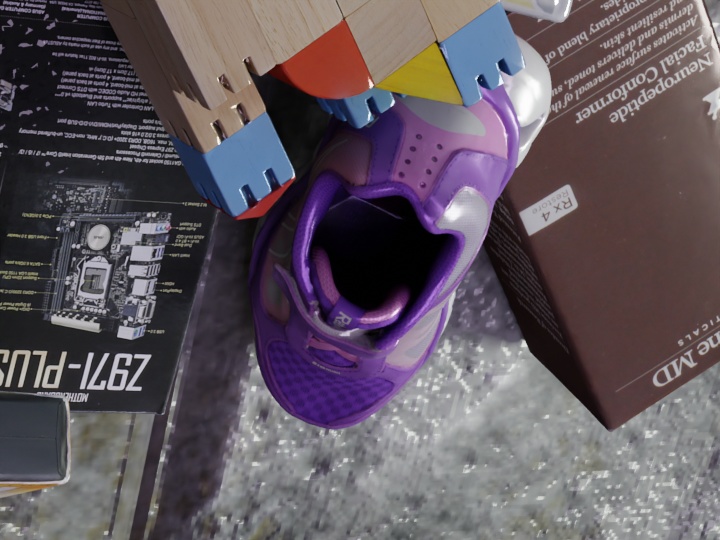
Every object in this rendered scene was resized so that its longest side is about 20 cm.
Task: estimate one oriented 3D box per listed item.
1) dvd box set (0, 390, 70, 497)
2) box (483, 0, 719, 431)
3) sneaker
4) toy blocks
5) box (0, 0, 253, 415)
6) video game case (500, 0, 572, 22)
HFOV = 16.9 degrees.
[{"bbox_3d":[-0.196,0.061,0.768,0.146,0.200,0.030,3,79,-28],"label":"dvd box set"},{"bbox_3d":[0.089,-0.046,0.918,0.100,0.075,0.200,-33,129,-7],"label":"box"},{"bbox_3d":[0.000,0.000,0.851,0.080,0.089,0.200,22,139,-2],"label":"sneaker"},{"bbox_3d":[-0.002,-0.102,0.736,0.200,0.100,0.137,-37,124,-16],"label":"toy blocks"},{"bbox_3d":[-0.148,-0.044,0.786,0.199,0.086,0.164,2,117,-28],"label":"box"},{"bbox_3d":[0.012,-0.197,0.775,0.182,0.023,0.201,12,97,-24],"label":"video game case"}]
